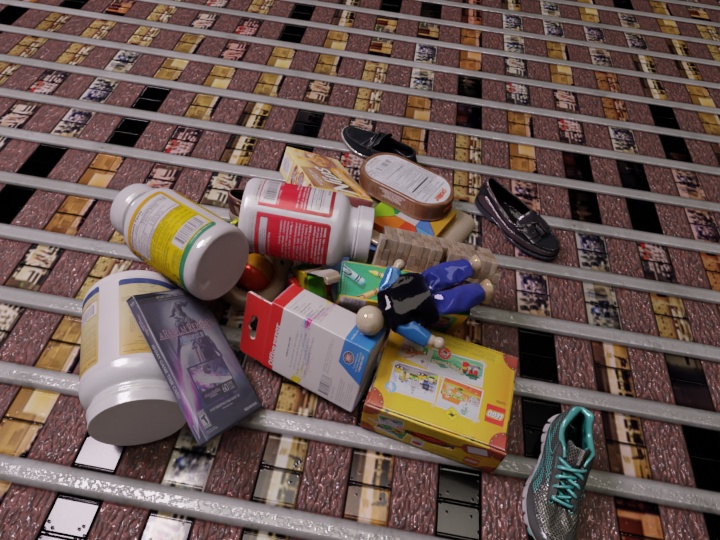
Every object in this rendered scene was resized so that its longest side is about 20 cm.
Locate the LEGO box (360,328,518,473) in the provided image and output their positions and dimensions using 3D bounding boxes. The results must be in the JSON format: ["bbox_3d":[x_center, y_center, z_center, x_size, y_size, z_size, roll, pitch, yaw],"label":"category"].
[{"bbox_3d":[0.116,0.176,0.767,0.196,0.078,0.151,17,52,8],"label":"LEGO box"}]

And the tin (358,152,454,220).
[{"bbox_3d":[0.087,-0.164,1.017,0.198,0.042,0.112,30,54,20],"label":"tin"}]

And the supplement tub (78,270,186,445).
[{"bbox_3d":[-0.307,0.118,0.731,0.141,0.146,0.203,-10,53,-13],"label":"supplement tub"}]

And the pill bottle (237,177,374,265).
[{"bbox_3d":[-0.080,-0.070,0.816,0.195,0.113,0.114,10,51,-3],"label":"pill bottle"}]

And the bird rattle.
[{"bbox_3d":[-0.198,-0.007,0.871,0.161,0.113,0.202,33,53,-6],"label":"bird rattle"}]

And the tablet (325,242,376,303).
[{"bbox_3d":[0.000,0.000,0.938,0.127,0.014,0.202,-11,53,-14],"label":"tablet"}]

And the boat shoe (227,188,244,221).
[{"bbox_3d":[-0.149,-0.117,0.979,0.195,0.073,0.073,10,51,3],"label":"boat shoe"}]

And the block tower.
[{"bbox_3d":[0.117,-0.017,0.823,0.195,0.055,0.058,12,25,-9],"label":"block tower"}]

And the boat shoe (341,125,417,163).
[{"bbox_3d":[0.041,-0.264,1.122,0.199,0.063,0.074,36,58,23],"label":"boat shoe"}]

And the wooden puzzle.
[{"bbox_3d":[0.097,-0.095,0.997,0.198,0.038,0.185,33,52,17],"label":"wooden puzzle"}]

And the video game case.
[{"bbox_3d":[-0.216,0.117,0.711,0.019,0.143,0.203,-31,84,16],"label":"video game case"}]

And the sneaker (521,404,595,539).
[{"bbox_3d":[0.268,0.265,0.702,0.076,0.092,0.202,17,52,10],"label":"sneaker"}]

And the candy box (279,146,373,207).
[{"bbox_3d":[-0.067,-0.156,0.970,0.113,0.056,0.201,8,29,-28],"label":"candy box"}]

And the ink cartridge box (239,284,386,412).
[{"bbox_3d":[-0.073,0.103,0.775,0.197,0.118,0.067,25,31,14],"label":"ink cartridge box"}]

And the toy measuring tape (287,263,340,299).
[{"bbox_3d":[-0.069,0.030,0.827,0.072,0.075,0.199,-20,11,-20],"label":"toy measuring tape"}]

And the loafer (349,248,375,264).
[{"bbox_3d":[0.077,0.000,0.890,0.196,0.073,0.073,17,59,-4],"label":"loafer"}]

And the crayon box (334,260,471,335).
[{"bbox_3d":[0.060,0.049,0.822,0.195,0.119,0.059,9,66,-3],"label":"crayon box"}]

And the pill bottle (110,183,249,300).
[{"bbox_3d":[-0.267,-0.050,0.769,0.198,0.114,0.113,28,54,23],"label":"pill bottle"}]

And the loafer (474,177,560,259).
[{"bbox_3d":[0.300,-0.101,1.014,0.071,0.064,0.200,-31,60,-26],"label":"loafer"}]

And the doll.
[{"bbox_3d":[0.086,0.044,0.734,0.196,0.049,0.139,-17,70,-15],"label":"doll"}]
